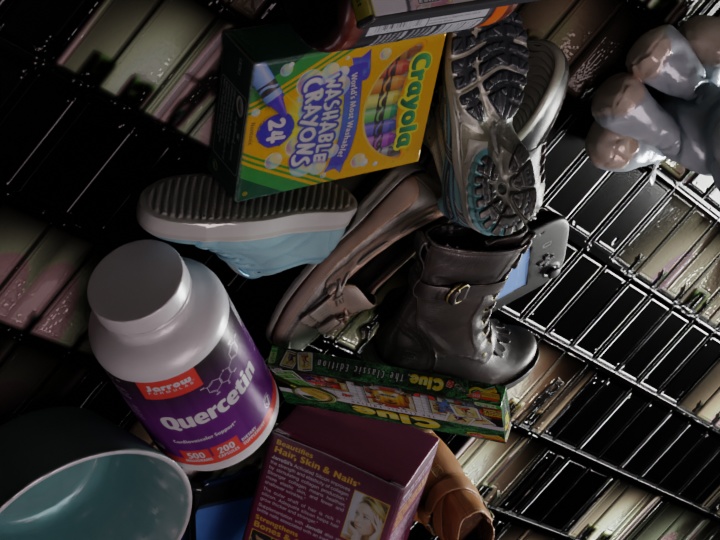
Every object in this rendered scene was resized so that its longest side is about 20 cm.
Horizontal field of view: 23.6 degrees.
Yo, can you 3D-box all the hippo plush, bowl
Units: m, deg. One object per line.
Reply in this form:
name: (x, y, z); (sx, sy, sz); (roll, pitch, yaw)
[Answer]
hippo plush: (0.303, -0.107, 1.520); (0.159, 0.161, 0.200); (-29, 140, -15)
bowl: (-0.247, 0.187, 1.393); (0.201, 0.105, 0.201); (-22, 138, -21)

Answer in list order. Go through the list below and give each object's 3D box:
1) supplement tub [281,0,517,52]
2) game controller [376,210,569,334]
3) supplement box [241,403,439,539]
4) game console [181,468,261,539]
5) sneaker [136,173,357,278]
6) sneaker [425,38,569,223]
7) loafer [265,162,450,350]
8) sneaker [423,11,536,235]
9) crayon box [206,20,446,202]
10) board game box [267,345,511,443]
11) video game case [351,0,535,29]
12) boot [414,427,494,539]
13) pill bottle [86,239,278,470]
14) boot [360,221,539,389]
supplement tub: (0.047, -0.222, 1.242); (0.200, 0.107, 0.107); (-15, 135, -30)
game controller: (0.102, 0.014, 1.555); (0.200, 0.042, 0.104); (-28, 159, -16)
supplement box: (-0.027, 0.228, 1.557); (0.103, 0.131, 0.200); (-43, 154, -60)
game console: (-0.140, 0.292, 1.580); (0.118, 0.171, 0.200); (13, 121, -15)
sneaker: (-0.091, -0.025, 1.344); (0.200, 0.074, 0.082); (-1, 124, -38)
sneaker: (0.131, -0.112, 1.455); (0.106, 0.075, 0.200); (-2, 137, -44)
loafer: (0.000, 0.000, 1.442); (0.200, 0.063, 0.072); (-51, 159, 11)
sneaker: (0.081, -0.128, 1.368); (0.078, 0.086, 0.200); (-8, 99, -35)
crayon box: (-0.012, -0.134, 1.322); (0.200, 0.052, 0.126); (-15, 135, -29)
board game box: (0.026, 0.106, 1.464); (0.105, 0.200, 0.023); (68, 33, -68)
video game case: (0.065, -0.268, 1.183); (0.200, 0.025, 0.181); (-14, 90, -30)
boot: (0.081, 0.232, 1.667); (0.074, 0.155, 0.200); (-36, 142, -6)
pill bottle: (-0.142, 0.066, 1.357); (0.112, 0.112, 0.200); (-34, 141, -8)
boot: (0.105, 0.026, 1.476); (0.200, 0.069, 0.174); (-2, 136, -35)
